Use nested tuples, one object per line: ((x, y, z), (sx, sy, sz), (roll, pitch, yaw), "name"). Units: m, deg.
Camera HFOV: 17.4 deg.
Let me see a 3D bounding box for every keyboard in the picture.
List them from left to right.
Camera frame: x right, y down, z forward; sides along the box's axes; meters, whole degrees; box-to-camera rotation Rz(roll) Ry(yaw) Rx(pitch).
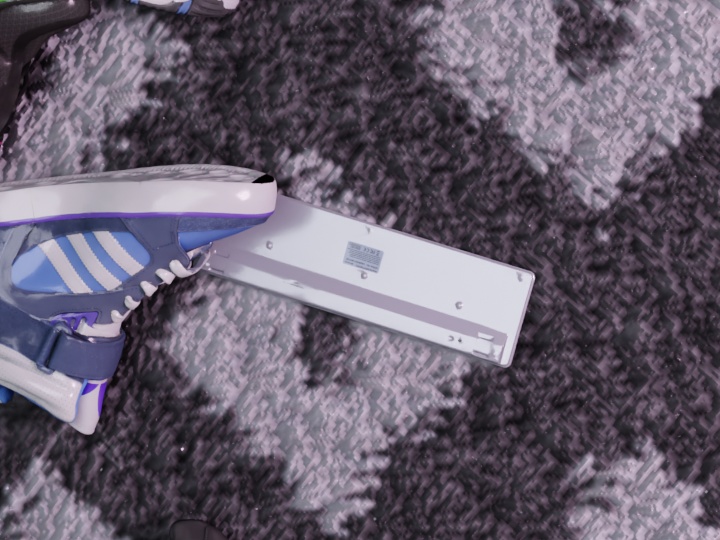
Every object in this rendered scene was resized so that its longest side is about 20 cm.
((0.000, 0.000, 1.357), (0.198, 0.011, 0.057), (17, 89, 14), "keyboard")

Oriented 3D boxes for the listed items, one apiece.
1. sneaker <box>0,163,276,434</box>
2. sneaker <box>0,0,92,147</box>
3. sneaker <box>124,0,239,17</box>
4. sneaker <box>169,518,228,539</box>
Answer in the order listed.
((-0.138, 0.019, 1.362), (0.198, 0.081, 0.148), (-3, 99, 13), "sneaker")
((-0.225, -0.105, 1.391), (0.200, 0.077, 0.084), (-37, 88, 22), "sneaker")
((-0.150, -0.212, 1.362), (0.199, 0.076, 0.077), (33, 103, 12), "sneaker")
((-0.138, 0.225, 1.369), (0.200, 0.076, 0.091), (-40, 70, 5), "sneaker")
